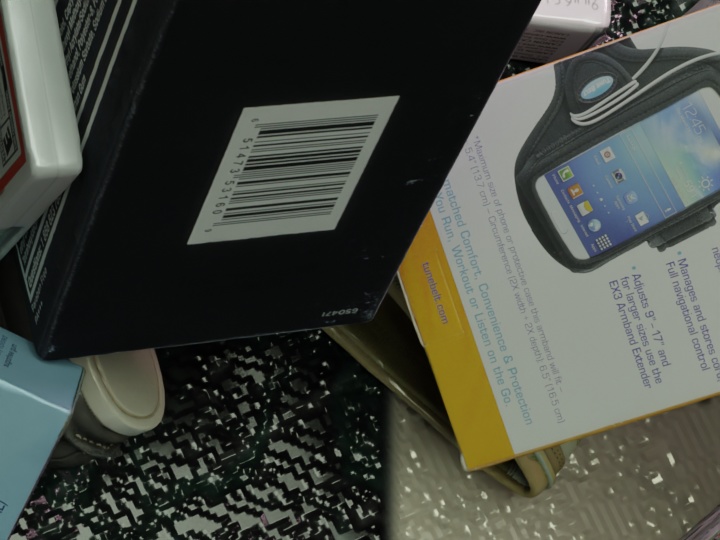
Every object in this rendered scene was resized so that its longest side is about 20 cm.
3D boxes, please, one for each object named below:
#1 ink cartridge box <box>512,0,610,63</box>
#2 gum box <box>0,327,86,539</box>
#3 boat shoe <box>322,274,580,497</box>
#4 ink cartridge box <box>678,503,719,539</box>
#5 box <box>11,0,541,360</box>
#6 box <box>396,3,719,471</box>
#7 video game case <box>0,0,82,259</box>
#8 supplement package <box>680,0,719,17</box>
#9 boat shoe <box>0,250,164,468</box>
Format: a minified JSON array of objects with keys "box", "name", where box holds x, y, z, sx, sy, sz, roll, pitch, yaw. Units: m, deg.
[{"box":[-0.006,-0.175,1.037,0.199,0.044,0.174,7,72,-13],"name":"ink cartridge box"},{"box":[-0.211,0.064,0.865,0.199,0.045,0.170,25,106,-7],"name":"gum box"},{"box":[0.000,0.000,0.972,0.200,0.073,0.063,34,66,-5],"name":"boat shoe"},{"box":[0.151,0.107,0.918,0.146,0.200,0.084,-37,84,-22],"name":"ink cartridge box"},{"box":[-0.047,-0.113,0.849,0.123,0.200,0.199,-6,59,-24],"name":"box"},{"box":[0.109,-0.021,0.904,0.199,0.041,0.119,-18,92,15],"name":"box"},{"box":[-0.134,-0.068,0.886,0.017,0.200,0.144,-6,76,-24],"name":"video game case"},{"box":[0.193,-0.014,1.006,0.200,0.117,0.118,29,69,-6],"name":"supplement package"},{"box":[-0.123,-0.028,0.952,0.057,0.067,0.201,-23,74,20],"name":"boat shoe"}]
